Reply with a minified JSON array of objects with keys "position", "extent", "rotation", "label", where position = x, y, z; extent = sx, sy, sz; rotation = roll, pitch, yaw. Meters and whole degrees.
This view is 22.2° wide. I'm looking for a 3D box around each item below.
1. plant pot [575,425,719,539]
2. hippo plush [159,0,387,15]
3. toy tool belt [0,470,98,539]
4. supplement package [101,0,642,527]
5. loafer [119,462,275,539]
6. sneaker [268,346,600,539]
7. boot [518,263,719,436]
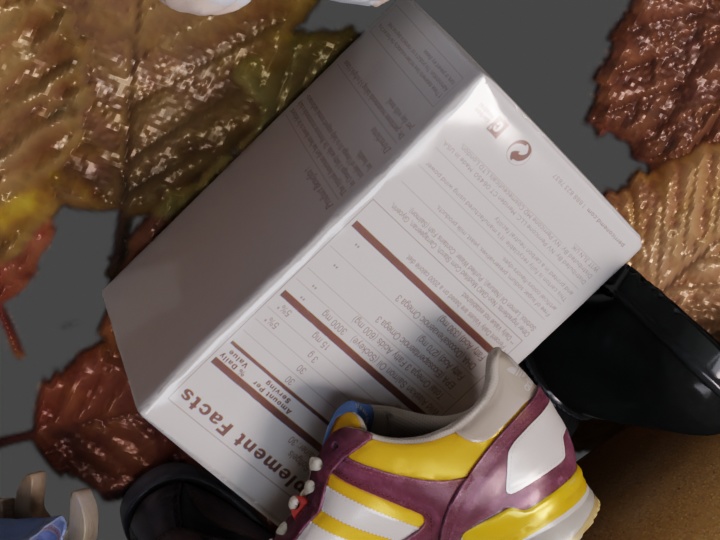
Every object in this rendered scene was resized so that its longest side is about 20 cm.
[{"position":[0.205,0.118,0.900],"extent":[0.200,0.186,0.186],"rotation":[-44,118,-8],"label":"plant pot"},{"position":[-0.017,-0.191,0.726],"extent":[0.161,0.159,0.200],"rotation":[4,133,-50],"label":"hippo plush"},{"position":[-0.173,0.145,0.820],"extent":[0.200,0.125,0.123],"rotation":[-10,95,13],"label":"toy tool belt"},{"position":[0.000,0.000,0.808],"extent":[0.200,0.117,0.117],"rotation":[-44,120,7],"label":"supplement package"},{"position":[-0.037,0.171,0.906],"extent":[0.200,0.063,0.072],"rotation":[39,99,-27],"label":"loafer"},{"position":[-0.007,0.104,0.757],"extent":[0.200,0.075,0.090],"rotation":[-27,95,7],"label":"sneaker"},{"position":[0.078,0.068,0.822],"extent":[0.073,0.198,0.162],"rotation":[41,92,-24],"label":"boot"}]
